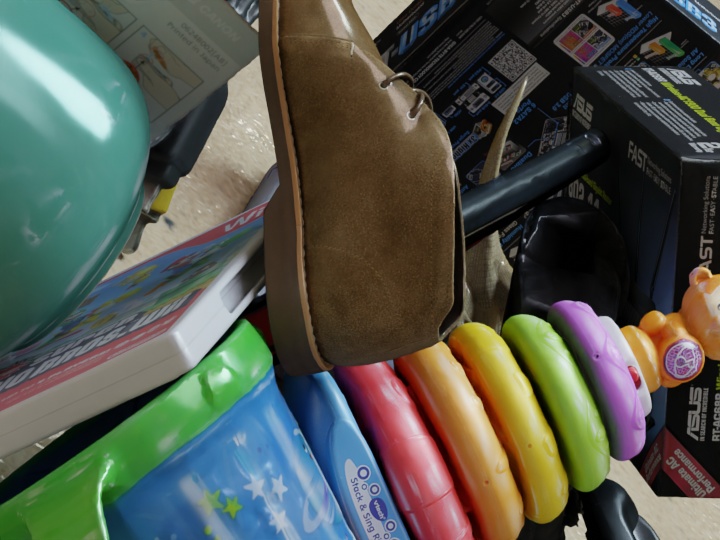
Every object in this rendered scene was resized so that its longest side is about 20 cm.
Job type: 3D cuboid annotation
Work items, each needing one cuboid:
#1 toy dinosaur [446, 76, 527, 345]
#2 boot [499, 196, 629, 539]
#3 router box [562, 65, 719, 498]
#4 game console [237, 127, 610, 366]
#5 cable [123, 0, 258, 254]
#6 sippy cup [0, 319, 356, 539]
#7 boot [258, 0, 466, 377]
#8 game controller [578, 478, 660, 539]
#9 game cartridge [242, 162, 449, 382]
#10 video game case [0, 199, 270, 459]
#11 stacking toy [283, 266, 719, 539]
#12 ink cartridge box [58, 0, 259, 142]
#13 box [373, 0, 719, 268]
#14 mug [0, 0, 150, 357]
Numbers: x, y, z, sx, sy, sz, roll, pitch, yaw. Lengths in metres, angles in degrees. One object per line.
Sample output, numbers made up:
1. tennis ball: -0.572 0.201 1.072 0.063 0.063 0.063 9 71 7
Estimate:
1. toy dinosaur: 0.062 0.012 1.473 0.058 0.201 0.101 -4 31 -5
2. boot: 0.074 0.052 1.329 0.065 0.201 0.165 -1 35 -7
3. router box: 0.141 0.000 1.311 0.062 0.151 0.200 0 15 -10
4. game console: 0.000 0.000 1.276 0.200 0.177 0.031 -29 86 -52
5. cable: -0.079 -0.108 1.346 0.050 0.201 0.097 17 -18 33
6. sippy cup: -0.060 0.109 1.093 0.178 0.139 0.131 -39 95 -40
7. boot: 0.001 -0.061 1.130 0.074 0.075 0.201 40 43 -71
8. game controller: 0.147 0.192 1.375 0.201 0.042 0.104 66 9 28
9. game cartridge: -0.011 0.013 1.465 0.130 0.038 0.200 40 22 -6
10. video game case: -0.099 0.027 1.136 0.018 0.143 0.200 62 20 -9
11. stacking toy: 0.076 0.054 1.182 0.110 0.199 0.117 -151 -143 -79
12. ink cartridge box: -0.146 -0.110 1.204 0.160 0.200 0.047 43 43 -15
13. box: 0.100 -0.074 1.507 0.198 0.200 0.050 33 27 -27
14. mug: -0.154 -0.044 1.143 0.114 0.152 0.185 39 22 -21
